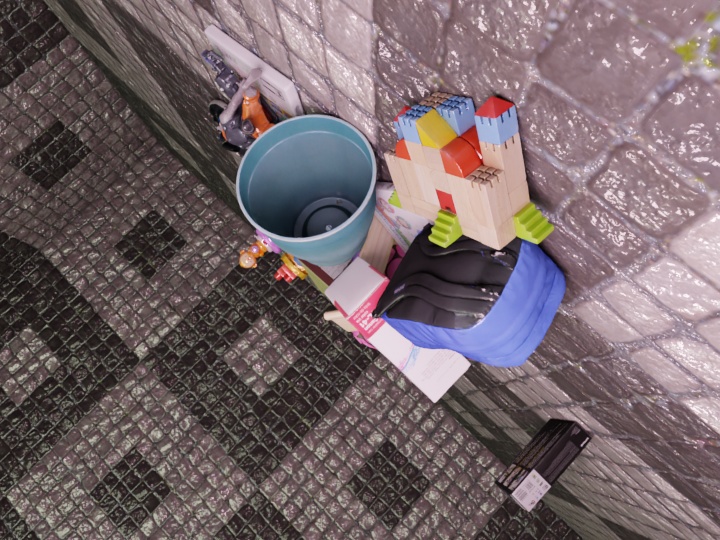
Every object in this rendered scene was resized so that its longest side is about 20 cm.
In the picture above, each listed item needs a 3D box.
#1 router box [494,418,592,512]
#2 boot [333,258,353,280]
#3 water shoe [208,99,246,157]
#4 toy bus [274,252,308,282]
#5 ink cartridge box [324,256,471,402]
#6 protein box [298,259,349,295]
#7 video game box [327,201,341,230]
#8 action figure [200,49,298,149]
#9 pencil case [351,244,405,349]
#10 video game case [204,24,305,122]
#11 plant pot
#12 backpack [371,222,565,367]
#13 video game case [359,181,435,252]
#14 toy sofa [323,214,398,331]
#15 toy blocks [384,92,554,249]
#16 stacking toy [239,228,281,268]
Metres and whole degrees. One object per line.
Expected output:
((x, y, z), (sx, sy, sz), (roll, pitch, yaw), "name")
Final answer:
((0.383, 0.405, 1.112), (0.051, 0.200, 0.149), (44, 172, 9), "router box")
((-0.012, -0.015, 1.160), (0.070, 0.132, 0.200), (45, 170, -12), "boot")
((-0.303, -0.323, 1.209), (0.200, 0.079, 0.072), (40, 169, 25), "water shoe")
((-0.180, -0.037, 1.590), (0.136, 0.192, 0.200), (46, 169, -5), "toy bus")
((0.052, 0.086, 0.793), (0.200, 0.086, 0.148), (47, 176, -20), "ink cartridge box")
((-0.023, 0.024, 1.360), (0.200, 0.135, 0.199), (40, 169, 26), "protein box")
((-0.067, -0.139, 1.121), (0.182, 0.047, 0.200), (53, 167, -31), "video game box")
((-0.199, -0.263, 0.858), (0.200, 0.105, 0.193), (45, 161, -23), "action figure")
((0.048, 0.051, 0.992), (0.093, 0.201, 0.091), (3, 149, 42), "pencil case")
((-0.164, -0.303, 0.899), (0.200, 0.023, 0.182), (40, 169, 20), "video game case")
((-0.064, -0.098, 0.809), (0.200, 0.200, 0.188), (40, 169, 20), "plant pot")
((0.148, 0.030, 0.641), (0.168, 0.163, 0.200), (32, 165, -24), "backpack")
((0.089, -0.065, 0.857), (0.200, 0.024, 0.182), (49, 169, -26), "video game case")
((0.000, 0.000, 0.932), (0.083, 0.201, 0.098), (-13, 139, 43), "toy sofa")
((0.088, -0.110, 0.523), (0.200, 0.100, 0.137), (32, 153, 49), "toy blocks")
((-0.180, -0.080, 1.105), (0.116, 0.200, 0.110), (48, 170, -12), "stacking toy")
